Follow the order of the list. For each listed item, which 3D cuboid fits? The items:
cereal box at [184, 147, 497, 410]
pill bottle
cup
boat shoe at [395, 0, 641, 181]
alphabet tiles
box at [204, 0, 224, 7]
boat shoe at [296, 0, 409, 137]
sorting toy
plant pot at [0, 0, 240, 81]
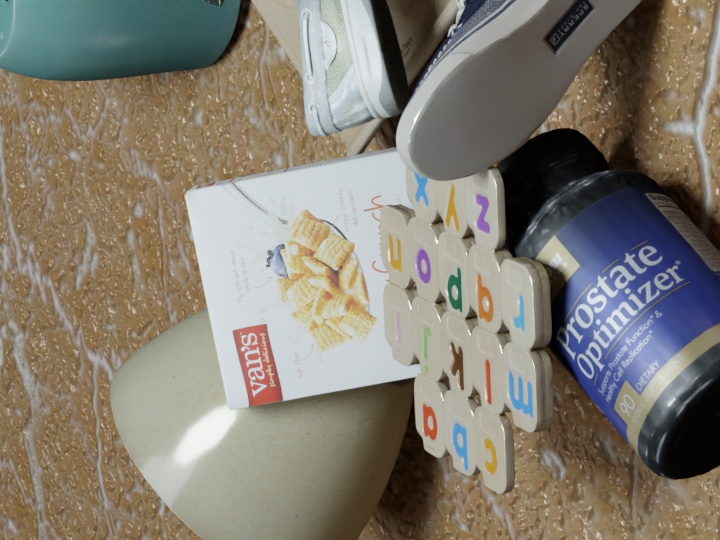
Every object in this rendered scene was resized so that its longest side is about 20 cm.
[{"bbox_3d":[0.000,0.000,1.845,0.040,0.199,0.145,-65,-37,-81],"label":"cereal box"},{"bbox_3d":[0.154,0.014,1.686,0.200,0.111,0.112,50,139,30],"label":"pill bottle"},{"bbox_3d":[-0.045,0.087,1.956,0.143,0.200,0.201,-45,63,22],"label":"cup"},{"bbox_3d":[0.080,-0.136,1.687,0.093,0.200,0.075,29,159,53],"label":"boat shoe"},{"bbox_3d":[0.061,0.025,1.730,0.200,0.015,0.197,-154,59,-62],"label":"alphabet tiles"},{"bbox_3d":[-0.057,-0.272,1.743,0.137,0.040,0.201,120,168,-48],"label":"box"},{"bbox_3d":[-0.024,-0.182,1.805,0.064,0.074,0.203,-19,74,12],"label":"boat shoe"},{"bbox_3d":[-0.004,-0.201,1.889,0.201,0.036,0.185,60,139,23],"label":"sorting toy"},{"bbox_3d":[-0.201,-0.222,2.044,0.200,0.160,0.202,31,129,48],"label":"plant pot"}]
